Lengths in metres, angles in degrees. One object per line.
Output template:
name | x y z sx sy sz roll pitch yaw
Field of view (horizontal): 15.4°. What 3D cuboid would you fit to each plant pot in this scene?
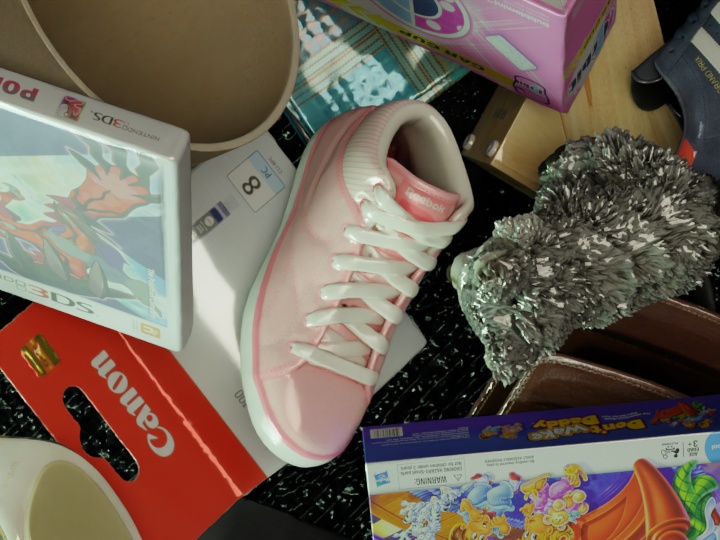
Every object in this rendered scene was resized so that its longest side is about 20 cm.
plant pot | -0.165 -0.110 1.383 0.187 0.199 0.189 23 54 -35

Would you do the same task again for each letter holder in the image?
letter holder | 0.172 0.103 1.461 0.199 0.101 0.143 23 123 -10

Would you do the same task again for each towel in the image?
towel | 0.019 -0.171 1.499 0.199 0.022 0.147 -37 98 -5

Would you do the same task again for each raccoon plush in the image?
raccoon plush | 0.140 -0.013 1.347 0.199 0.134 0.097 -17 108 30

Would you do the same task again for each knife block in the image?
knife block | 0.156 -0.063 1.498 0.175 0.064 0.201 28 90 -17

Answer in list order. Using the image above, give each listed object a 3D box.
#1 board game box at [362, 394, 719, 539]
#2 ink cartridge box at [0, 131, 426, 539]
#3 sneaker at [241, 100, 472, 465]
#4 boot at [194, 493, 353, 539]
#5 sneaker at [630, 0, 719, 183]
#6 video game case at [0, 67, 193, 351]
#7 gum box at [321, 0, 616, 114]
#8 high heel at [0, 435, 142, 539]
board game box | 0.105 0.143 1.397 0.198 0.045 0.136 -6 112 0
ink cartridge box | -0.081 0.038 1.444 0.200 0.047 0.160 -42 99 -31
sneaker | 0.000 0.000 1.403 0.075 0.104 0.202 23 67 -26
boot | -0.019 0.223 1.463 0.199 0.066 0.166 22 57 -12
sneaker | 0.191 -0.123 1.435 0.084 0.075 0.202 8 73 12
video game case | -0.170 -0.039 1.321 0.181 0.200 0.023 19 62 7
gum box | 0.034 -0.172 1.399 0.199 0.114 0.066 26 72 13
high heel | -0.197 0.132 1.432 0.200 0.142 0.072 38 65 -11
